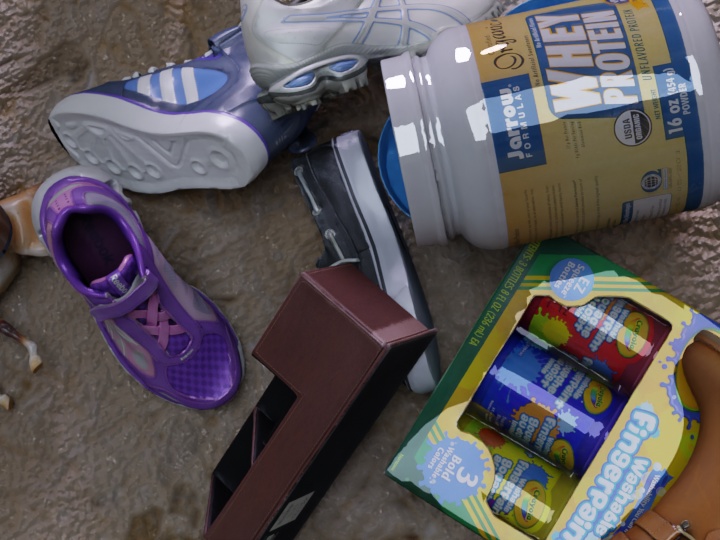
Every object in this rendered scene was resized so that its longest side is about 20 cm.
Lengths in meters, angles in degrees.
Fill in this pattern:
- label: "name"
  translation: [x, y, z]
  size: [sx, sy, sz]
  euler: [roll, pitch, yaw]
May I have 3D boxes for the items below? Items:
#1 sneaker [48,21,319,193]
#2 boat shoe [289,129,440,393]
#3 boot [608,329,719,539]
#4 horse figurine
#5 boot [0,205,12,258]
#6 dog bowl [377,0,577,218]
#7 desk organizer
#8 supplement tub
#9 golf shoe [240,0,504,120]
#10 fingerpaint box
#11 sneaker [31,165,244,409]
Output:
- label: "sneaker"
  translation: [-0.115, -0.131, 1.075]
  size: [0.200, 0.081, 0.146]
  euler: [8, 49, 35]
- label: "boat shoe"
  translation: [-0.001, -0.001, 1.020]
  size: [0.068, 0.074, 0.199]
  euler: [-22, 74, 7]
- label: "boot"
  translation: [0.196, 0.146, 0.875]
  size: [0.155, 0.077, 0.200]
  euler: [-28, 64, 7]
- label: "horse figurine"
  translation: [-0.256, 0.003, 1.073]
  size: [0.133, 0.050, 0.200]
  euler: [42, 89, 9]
- label: "boot"
  translation: [-0.328, -0.085, 1.053]
  size: [0.075, 0.097, 0.200]
  euler: [-45, 54, -11]
- label: "dog bowl"
  translation: [0.106, -0.105, 1.036]
  size: [0.200, 0.050, 0.111]
  euler: [-40, 75, 0]
- label: "desk organizer"
  translation: [-0.043, 0.096, 0.969]
  size: [0.077, 0.072, 0.200]
  euler: [40, 112, 18]
- label: "supplement tub"
  translation: [0.122, -0.093, 0.928]
  size: [0.200, 0.145, 0.145]
  euler: [-12, 77, 3]
- label: "golf shoe"
  translation: [0.009, -0.177, 0.997]
  size: [0.200, 0.078, 0.097]
  euler: [-24, 95, -30]
- label: "fingerpaint box"
  translation: [0.139, 0.096, 0.976]
  size: [0.167, 0.073, 0.200]
  euler: [32, 85, 13]
- label: "sneaker"
  translation: [-0.154, 0.019, 1.010]
  size: [0.080, 0.088, 0.200]
  euler: [-38, 100, -5]
